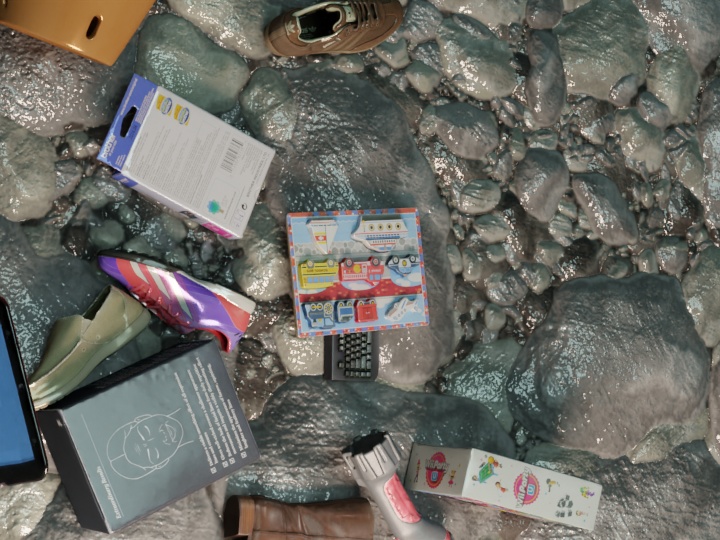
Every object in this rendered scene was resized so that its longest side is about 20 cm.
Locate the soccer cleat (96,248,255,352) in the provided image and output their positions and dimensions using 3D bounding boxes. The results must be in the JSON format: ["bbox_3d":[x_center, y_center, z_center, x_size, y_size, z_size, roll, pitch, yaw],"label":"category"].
[{"bbox_3d":[-0.218,0.032,1.724,0.199,0.068,0.074,23,82,-26],"label":"soccer cleat"}]

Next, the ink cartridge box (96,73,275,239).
[{"bbox_3d":[-0.208,-0.133,1.758,0.199,0.042,0.120,29,72,-26],"label":"ink cartridge box"}]

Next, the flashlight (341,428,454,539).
[{"bbox_3d":[0.055,0.285,1.821,0.068,0.068,0.201,-43,117,-37],"label":"flashlight"}]

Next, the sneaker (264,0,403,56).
[{"bbox_3d":[-0.019,-0.306,1.856,0.199,0.075,0.071,-20,94,-28],"label":"sneaker"}]

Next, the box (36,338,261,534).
[{"bbox_3d":[-0.238,0.184,1.671,0.199,0.107,0.149,-24,97,-29],"label":"box"}]

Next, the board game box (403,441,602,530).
[{"bbox_3d":[0.177,0.268,1.864,0.199,0.147,0.065,18,79,-25],"label":"board game box"}]

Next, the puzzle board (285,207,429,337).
[{"bbox_3d":[0.000,0.000,1.851,0.199,0.017,0.152,-4,88,-35],"label":"puzzle board"}]

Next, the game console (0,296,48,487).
[{"bbox_3d":[-0.443,0.144,1.558,0.171,0.118,0.201,-14,91,-29],"label":"game console"}]

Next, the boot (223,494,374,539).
[{"bbox_3d":[-0.067,0.360,1.774,0.199,0.064,0.188,10,79,-32],"label":"boot"}]

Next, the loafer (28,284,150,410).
[{"bbox_3d":[-0.324,0.087,1.658,0.200,0.076,0.068,-42,103,-35],"label":"loafer"}]

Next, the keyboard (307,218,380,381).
[{"bbox_3d":[-0.028,0.036,1.849,0.126,0.021,0.202,4,82,-28],"label":"keyboard"}]

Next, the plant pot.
[{"bbox_3d":[-0.316,-0.316,1.645,0.199,0.200,0.141,20,93,-25],"label":"plant pot"}]
